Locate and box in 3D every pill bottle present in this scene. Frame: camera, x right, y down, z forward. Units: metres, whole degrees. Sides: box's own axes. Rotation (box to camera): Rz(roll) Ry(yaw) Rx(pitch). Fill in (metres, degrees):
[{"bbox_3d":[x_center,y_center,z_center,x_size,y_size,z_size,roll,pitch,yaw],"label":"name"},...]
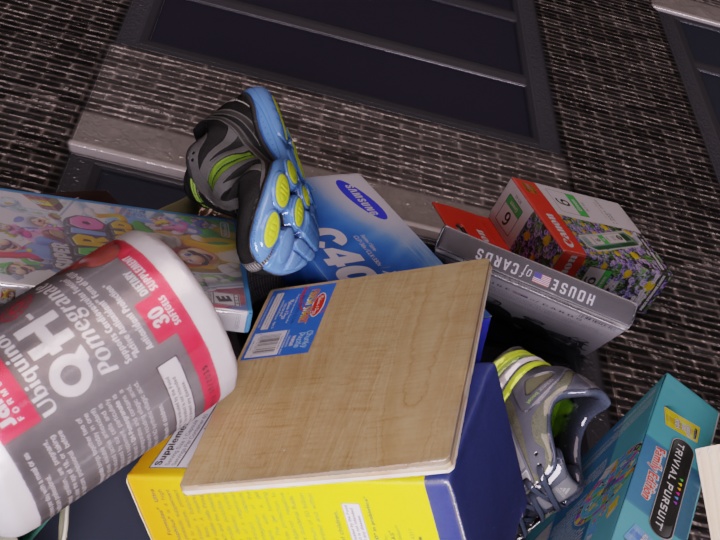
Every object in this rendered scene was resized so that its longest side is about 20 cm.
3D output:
[{"bbox_3d":[-0.174,0.072,0.692,0.199,0.111,0.111,-34,58,-25],"label":"pill bottle"}]

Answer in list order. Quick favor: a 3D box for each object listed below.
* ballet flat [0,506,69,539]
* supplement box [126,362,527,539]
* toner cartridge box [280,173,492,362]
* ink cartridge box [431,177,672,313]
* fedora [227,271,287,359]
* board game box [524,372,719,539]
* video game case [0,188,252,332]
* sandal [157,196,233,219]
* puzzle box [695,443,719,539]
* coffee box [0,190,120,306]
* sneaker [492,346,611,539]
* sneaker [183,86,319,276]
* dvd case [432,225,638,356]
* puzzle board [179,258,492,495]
[{"bbox_3d":[-0.209,0.162,0.730,0.070,0.068,0.201,11,34,4],"label":"ballet flat"},{"bbox_3d":[-0.016,0.129,0.755,0.198,0.110,0.109,-3,30,23],"label":"supplement box"},{"bbox_3d":[0.000,0.000,0.909,0.094,0.043,0.200,-7,36,-29],"label":"toner cartridge box"},{"bbox_3d":[0.170,-0.028,1.136,0.199,0.051,0.109,11,34,-33],"label":"ink cartridge box"},{"bbox_3d":[-0.019,0.081,0.903,0.199,0.091,0.177,22,34,18],"label":"fedora"},{"bbox_3d":[0.146,0.176,0.798,0.047,0.151,0.200,36,38,1],"label":"board game box"},{"bbox_3d":[-0.174,-0.011,0.836,0.198,0.018,0.143,7,25,-13],"label":"video game case"},{"bbox_3d":[-0.114,-0.057,1.073,0.079,0.058,0.201,30,37,16],"label":"sandal"},{"bbox_3d":[0.274,0.185,0.826,0.199,0.025,0.134,17,61,-53],"label":"puzzle box"},{"bbox_3d":[-0.191,0.021,0.880,0.112,0.080,0.200,-6,30,-33],"label":"coffee box"},{"bbox_3d":[0.094,0.142,0.820,0.081,0.074,0.201,5,63,46],"label":"sneaker"},{"bbox_3d":[-0.080,-0.055,0.892,0.082,0.071,0.200,-24,37,5],"label":"sneaker"},{"bbox_3d":[0.124,0.021,0.995,0.149,0.025,0.200,22,-9,4],"label":"dvd case"},{"bbox_3d":[-0.006,0.059,0.743,0.149,0.018,0.200,-9,28,17],"label":"puzzle board"}]
